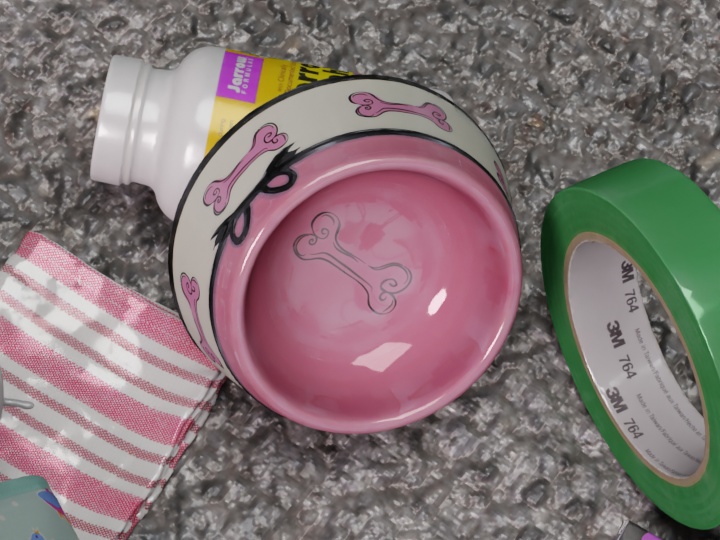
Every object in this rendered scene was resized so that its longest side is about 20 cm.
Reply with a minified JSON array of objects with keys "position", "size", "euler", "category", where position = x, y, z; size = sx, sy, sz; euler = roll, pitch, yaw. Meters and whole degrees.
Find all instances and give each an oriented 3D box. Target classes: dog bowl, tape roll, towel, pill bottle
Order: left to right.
[{"position":[-0.175,0.087,1.554],"size":[0.146,0.030,0.201],"euler":[28,63,7],"category":"towel"},{"position":[-0.051,-0.069,1.607],"size":[0.199,0.104,0.105],"euler":[10,62,-3],"category":"pill bottle"},{"position":[0.000,0.000,1.525],"size":[0.199,0.201,0.074],"euler":[-11,29,-13],"category":"dog bowl"},{"position":[0.168,0.040,1.528],"size":[0.048,0.201,0.201],"euler":[-22,68,-18],"category":"tape roll"}]

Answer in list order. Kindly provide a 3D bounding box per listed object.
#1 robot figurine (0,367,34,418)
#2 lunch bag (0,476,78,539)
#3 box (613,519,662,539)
[{"position":[-0.268,0.066,1.457],"size":[0.199,0.113,0.169],"euler":[-3,33,-46],"category":"robot figurine"},{"position":[-0.206,0.205,1.380],"size":[0.200,0.122,0.171],"euler":[-5,60,-56],"category":"lunch bag"},{"position":[0.197,0.244,1.523],"size":[0.199,0.036,0.143],"euler":[30,63,6],"category":"box"}]
